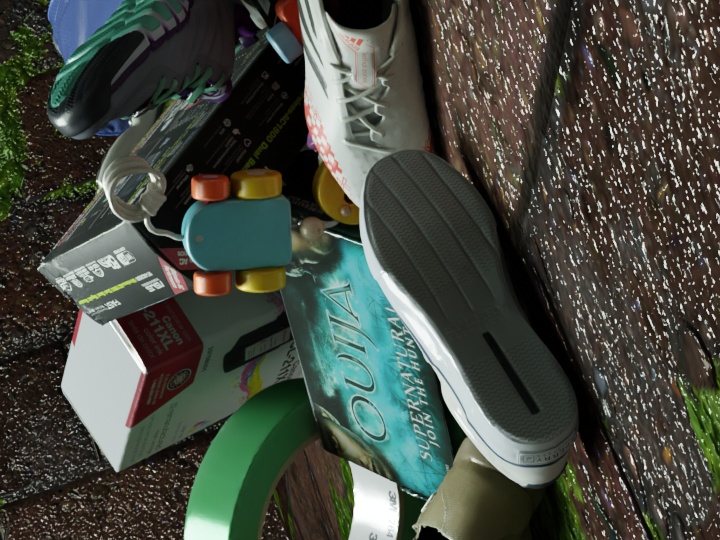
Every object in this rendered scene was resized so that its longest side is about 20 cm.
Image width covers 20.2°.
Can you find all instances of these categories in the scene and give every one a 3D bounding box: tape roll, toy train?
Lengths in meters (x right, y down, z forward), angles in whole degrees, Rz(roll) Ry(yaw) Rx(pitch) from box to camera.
[{"bbox_3d":[-0.036,0.178,1.421,0.048,0.200,0.202,10,124,43],"label":"tape roll"},{"bbox_3d":[-0.050,-0.081,1.184,0.150,0.200,0.056,48,179,-17],"label":"toy train"}]

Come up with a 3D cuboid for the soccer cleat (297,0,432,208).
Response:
[{"bbox_3d":[0.001,-0.117,1.103,0.085,0.068,0.202,-119,17,-70],"label":"soccer cleat"}]

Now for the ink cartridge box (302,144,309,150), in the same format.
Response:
[{"bbox_3d":[-0.066,-0.070,1.714,0.200,0.047,0.199,113,137,-74],"label":"ink cartridge box"}]

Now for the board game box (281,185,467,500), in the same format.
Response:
[{"bbox_3d":[0.009,0.051,1.285,0.135,0.028,0.201,20,135,41],"label":"board game box"}]

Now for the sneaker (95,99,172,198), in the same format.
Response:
[{"bbox_3d":[-0.117,-0.096,1.446,0.077,0.084,0.201,83,-156,-54],"label":"sneaker"}]

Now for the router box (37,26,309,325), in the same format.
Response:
[{"bbox_3d":[-0.104,-0.065,1.304,0.062,0.200,0.150,44,152,-16],"label":"router box"}]

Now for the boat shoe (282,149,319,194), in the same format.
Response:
[{"bbox_3d":[0.000,0.000,1.353,0.200,0.062,0.075,51,151,10],"label":"boat shoe"}]

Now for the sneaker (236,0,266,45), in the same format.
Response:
[{"bbox_3d":[-0.123,-0.195,1.371,0.200,0.086,0.081,38,-154,-44],"label":"sneaker"}]

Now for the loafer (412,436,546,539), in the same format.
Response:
[{"bbox_3d":[0.063,0.163,1.212,0.076,0.068,0.200,30,156,17],"label":"loafer"}]

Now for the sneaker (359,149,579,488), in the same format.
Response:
[{"bbox_3d":[0.051,0.028,1.058,0.071,0.072,0.201,90,160,-56],"label":"sneaker"}]

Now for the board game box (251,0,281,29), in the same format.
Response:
[{"bbox_3d":[-0.073,-0.259,1.215,0.201,0.028,0.136,59,149,33],"label":"board game box"}]

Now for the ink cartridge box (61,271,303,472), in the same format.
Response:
[{"bbox_3d":[-0.101,0.038,1.439,0.083,0.199,0.146,52,149,20],"label":"ink cartridge box"}]

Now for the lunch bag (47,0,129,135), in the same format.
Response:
[{"bbox_3d":[-0.154,-0.215,1.545,0.200,0.135,0.133,-57,47,43],"label":"lunch bag"}]

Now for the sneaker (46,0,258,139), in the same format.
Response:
[{"bbox_3d":[-0.109,-0.121,1.184,0.088,0.074,0.200,51,-143,-20],"label":"sneaker"}]
